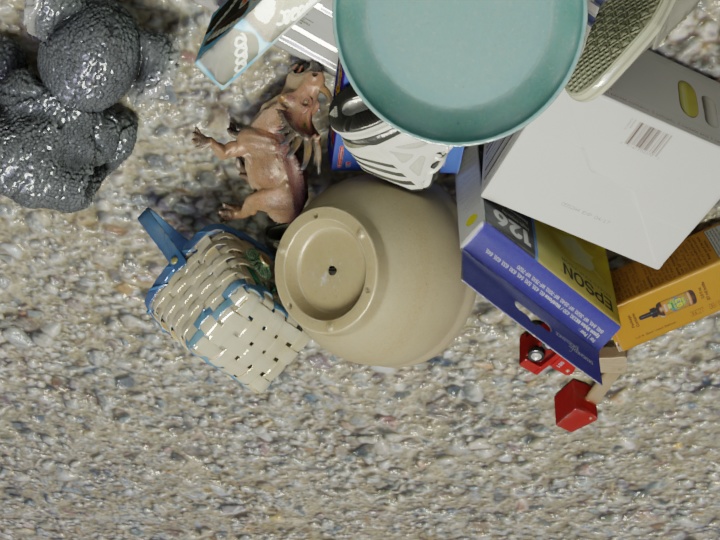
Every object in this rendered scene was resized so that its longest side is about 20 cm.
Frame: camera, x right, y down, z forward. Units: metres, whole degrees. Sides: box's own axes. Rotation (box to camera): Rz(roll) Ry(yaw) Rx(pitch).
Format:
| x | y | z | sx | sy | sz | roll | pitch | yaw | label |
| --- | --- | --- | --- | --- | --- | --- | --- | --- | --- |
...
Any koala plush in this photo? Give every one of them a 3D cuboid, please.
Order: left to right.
| x | y | z | sx | sy | sz | roll | pitch | yaw | label |
| --- | --- | --- | --- | --- | --- | --- | --- | --- | --- |
| -0.273 | -0.175 | 1.030 | 0.176 | 0.185 | 0.200 | 32 | 119 | -21 | koala plush |

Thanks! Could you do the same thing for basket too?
| x | y | z | sx | sy | sz | roll | pitch | yaw | label |
| --- | --- | --- | --- | --- | --- | --- | --- | --- | --- |
| -0.150 | 0.026 | 1.166 | 0.139 | 0.200 | 0.176 | -49 | 138 | 0 | basket |

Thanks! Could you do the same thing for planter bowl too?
| x | y | z | sx | sy | sz | roll | pitch | yaw | label |
| --- | --- | --- | --- | --- | --- | --- | --- | --- | --- |
| 0.000 | 0.000 | 1.055 | 0.199 | 0.203 | 0.134 | -25 | 168 | 29 | planter bowl |

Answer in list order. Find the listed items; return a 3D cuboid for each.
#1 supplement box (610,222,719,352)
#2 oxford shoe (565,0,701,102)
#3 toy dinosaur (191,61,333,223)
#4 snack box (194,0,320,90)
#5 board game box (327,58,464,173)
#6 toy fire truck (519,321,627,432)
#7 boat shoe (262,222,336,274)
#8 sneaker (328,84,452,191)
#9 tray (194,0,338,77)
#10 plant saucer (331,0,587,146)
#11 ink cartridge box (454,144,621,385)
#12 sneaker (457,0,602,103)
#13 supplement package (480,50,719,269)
| x | y | z | sx | sy | sz | roll | pitch | yaw | label |
| --- | --- | --- | --- | --- | --- | --- | --- | --- | --- |
| 0.347 | 0.009 | 1.131 | 0.198 | 0.069 | 0.067 | -26 | 122 | 11 | supplement box |
| 0.246 | -0.217 | 0.903 | 0.058 | 0.075 | 0.201 | 40 | 84 | -36 | oxford shoe |
| -0.082 | -0.104 | 1.091 | 0.134 | 0.086 | 0.202 | 8 | 134 | 21 | toy dinosaur |
| -0.056 | -0.251 | 0.921 | 0.199 | 0.117 | 0.037 | -37 | 116 | 23 | snack box |
| 0.045 | -0.183 | 1.020 | 0.132 | 0.045 | 0.202 | 1 | 136 | -10 | board game box |
| 0.266 | 0.101 | 1.275 | 0.140 | 0.049 | 0.200 | 28 | 130 | -18 | toy fire truck |
| -0.013 | -0.032 | 1.179 | 0.197 | 0.071 | 0.064 | -6 | 134 | 17 | boat shoe |
| 0.080 | -0.140 | 0.998 | 0.198 | 0.077 | 0.116 | -12 | 147 | 15 | sneaker |
| -0.053 | -0.244 | 1.017 | 0.198 | 0.022 | 0.108 | 26 | 131 | -15 | tray |
| 0.077 | -0.201 | 0.843 | 0.197 | 0.036 | 0.203 | 1 | 106 | 5 | plant saucer |
| 0.178 | -0.013 | 1.073 | 0.197 | 0.201 | 0.047 | 35 | 121 | -24 | ink cartridge box |
| 0.164 | -0.226 | 0.919 | 0.080 | 0.115 | 0.200 | 38 | 92 | -6 | sneaker |
| 0.237 | -0.122 | 1.023 | 0.198 | 0.112 | 0.156 | 21 | 134 | -11 | supplement package |
